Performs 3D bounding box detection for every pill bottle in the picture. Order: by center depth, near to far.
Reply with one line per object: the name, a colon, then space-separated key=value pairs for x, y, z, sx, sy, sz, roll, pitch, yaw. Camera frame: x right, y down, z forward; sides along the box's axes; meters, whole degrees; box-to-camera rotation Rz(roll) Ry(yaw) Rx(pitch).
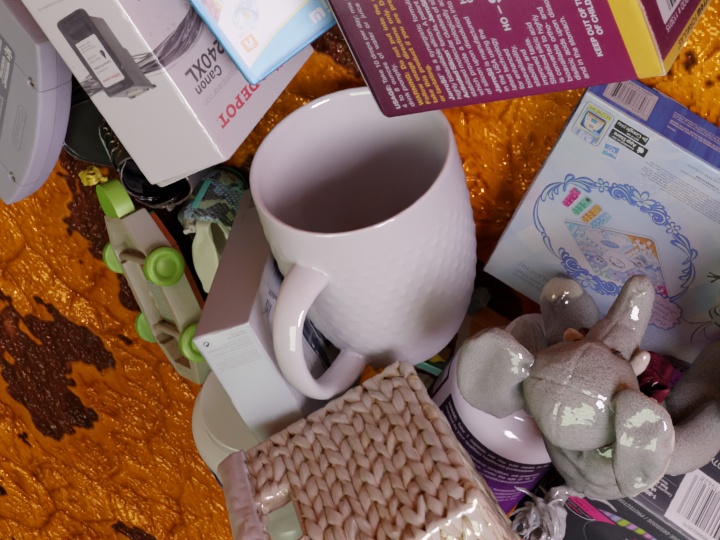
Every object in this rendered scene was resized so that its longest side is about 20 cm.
pill bottle: x=0.101 y=0.118 z=1.201 sx=0.112 sy=0.113 sz=0.200 roll=34 pitch=140 yaw=1
pill bottle: x=-0.083 y=0.136 z=1.330 sx=0.111 sy=0.112 sz=0.200 roll=26 pitch=164 yaw=11

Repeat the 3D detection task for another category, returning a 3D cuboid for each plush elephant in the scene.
plush elephant: x=0.154 y=0.074 z=1.007 sx=0.164 sy=0.201 sz=0.155 roll=27 pitch=157 yaw=20

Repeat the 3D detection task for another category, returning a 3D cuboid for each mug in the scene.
mug: x=0.000 y=0.000 z=1.122 sx=0.146 sy=0.201 sz=0.176 roll=15 pitch=144 yaw=29

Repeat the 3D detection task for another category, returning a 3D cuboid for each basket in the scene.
basket: x=0.029 y=0.207 z=1.064 sx=0.160 sy=0.199 sz=0.201 roll=-31 pitch=120 yaw=1

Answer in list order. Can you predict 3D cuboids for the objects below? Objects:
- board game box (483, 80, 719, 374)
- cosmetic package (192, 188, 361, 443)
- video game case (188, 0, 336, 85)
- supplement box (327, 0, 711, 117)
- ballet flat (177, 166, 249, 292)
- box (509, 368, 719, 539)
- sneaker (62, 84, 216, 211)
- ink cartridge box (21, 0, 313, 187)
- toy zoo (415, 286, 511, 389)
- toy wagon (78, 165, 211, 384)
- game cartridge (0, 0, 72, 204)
board game box: x=0.208 y=-0.018 z=1.079 sx=0.199 sy=0.043 sz=0.200 roll=32 pitch=140 yaw=4
cosmetic package: x=-0.053 y=0.043 z=1.200 sx=0.051 sy=0.201 sz=0.152 roll=-16 pitch=121 yaw=19
video game case: x=-0.071 y=-0.240 z=0.996 sx=0.201 sy=0.143 sz=0.018 roll=53 pitch=179 yaw=-20
supplement box: x=0.099 y=-0.177 z=0.931 sx=0.199 sy=0.131 sz=0.104 roll=-5 pitch=125 yaw=37
ballet flat: x=-0.107 y=0.009 z=1.308 sx=0.074 sy=0.074 sz=0.201 roll=7 pitch=133 yaw=30
box: x=0.210 y=0.167 z=1.177 sx=0.122 sy=0.106 sz=0.200 roll=35 pitch=156 yaw=1
sneaker: x=-0.185 y=-0.100 z=1.223 sx=0.198 sy=0.107 sz=0.075 roll=-3 pitch=128 yaw=37
ink cartridge box: x=-0.137 y=-0.183 z=1.078 sx=0.083 sy=0.146 sz=0.201 roll=-13 pitch=121 yaw=39
toy zoo: x=0.084 y=0.087 z=1.288 sx=0.130 sy=0.021 sz=0.201 roll=24 pitch=139 yaw=13
toy wagon: x=-0.177 y=0.000 z=1.325 sx=0.155 sy=0.039 sz=0.202 roll=11 pitch=126 yaw=67
game cartridge: x=-0.286 y=-0.151 z=1.268 sx=0.134 sy=0.040 sz=0.201 roll=53 pitch=145 yaw=19
